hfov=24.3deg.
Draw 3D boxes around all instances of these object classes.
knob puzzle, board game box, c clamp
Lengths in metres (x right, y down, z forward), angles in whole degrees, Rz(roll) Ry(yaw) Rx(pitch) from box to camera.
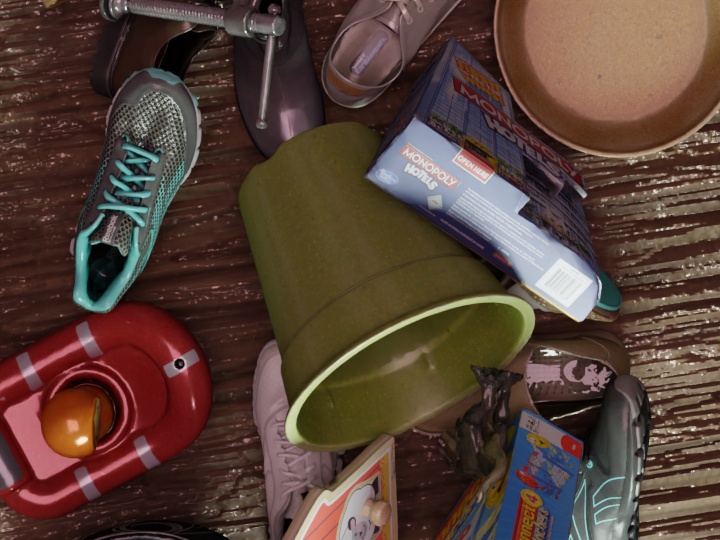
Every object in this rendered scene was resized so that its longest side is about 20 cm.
[{"bbox_3d":[-0.021,0.245,1.232,0.030,0.219,0.222,17,94,28],"label":"knob puzzle"},{"bbox_3d":[0.083,0.234,1.222,0.056,0.196,0.201,29,119,-3],"label":"board game box"},{"bbox_3d":[-0.125,-0.209,1.197,0.199,0.027,0.173,21,100,35],"label":"c clamp"},{"bbox_3d":[0.096,-0.084,1.242,0.199,0.201,0.062,33,116,-19],"label":"board game box"}]

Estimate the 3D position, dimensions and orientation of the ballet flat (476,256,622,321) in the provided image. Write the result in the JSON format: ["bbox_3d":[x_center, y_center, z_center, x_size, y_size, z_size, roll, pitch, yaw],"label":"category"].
[{"bbox_3d":[0.114,-0.016,1.311,0.200,0.071,0.065,41,119,-1],"label":"ballet flat"}]

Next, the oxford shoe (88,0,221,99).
[{"bbox_3d":[-0.131,-0.214,1.267,0.084,0.072,0.202,25,103,27],"label":"oxford shoe"}]

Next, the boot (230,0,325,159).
[{"bbox_3d":[-0.070,-0.173,1.252,0.069,0.132,0.202,-14,94,-1],"label":"boot"}]

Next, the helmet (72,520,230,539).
[{"bbox_3d":[-0.157,0.281,1.256,0.197,0.191,0.202,0,72,0],"label":"helmet"}]

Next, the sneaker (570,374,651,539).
[{"bbox_3d":[0.180,0.169,1.292,0.078,0.076,0.202,9,119,13],"label":"sneaker"}]

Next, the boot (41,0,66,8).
[{"bbox_3d":[-0.218,-0.331,1.274,0.174,0.066,0.201,-30,94,13],"label":"boot"}]

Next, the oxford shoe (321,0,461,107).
[{"bbox_3d":[0.037,-0.214,1.290,0.075,0.058,0.201,34,91,-1],"label":"oxford shoe"}]

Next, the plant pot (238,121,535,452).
[{"bbox_3d":[0.000,0.000,1.237,0.198,0.200,0.191,-27,65,1],"label":"plant pot"}]

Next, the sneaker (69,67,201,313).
[{"bbox_3d":[-0.171,-0.052,1.248,0.077,0.092,0.202,16,119,-7],"label":"sneaker"}]

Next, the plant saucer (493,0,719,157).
[{"bbox_3d":[0.201,-0.190,1.305,0.198,0.035,0.203,0,94,-1],"label":"plant saucer"}]

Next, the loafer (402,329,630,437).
[{"bbox_3d":[0.117,0.085,1.308,0.198,0.067,0.077,-13,94,0],"label":"loafer"}]

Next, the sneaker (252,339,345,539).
[{"bbox_3d":[-0.046,0.153,1.305,0.074,0.081,0.203,-6,93,1],"label":"sneaker"}]

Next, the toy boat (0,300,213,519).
[{"bbox_3d":[-0.208,0.108,1.271,0.199,0.131,0.131,-28,95,1],"label":"toy boat"}]

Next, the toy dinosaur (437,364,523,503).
[{"bbox_3d":[0.090,0.115,1.208,0.047,0.200,0.089,12,88,-2],"label":"toy dinosaur"}]
